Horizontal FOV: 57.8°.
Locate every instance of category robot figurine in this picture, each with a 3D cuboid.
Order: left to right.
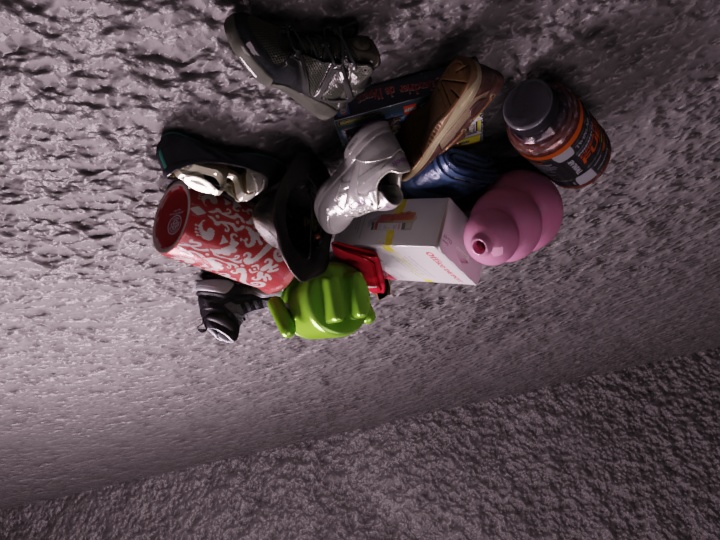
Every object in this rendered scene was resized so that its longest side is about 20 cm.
[{"bbox_3d":[-0.059,0.051,1.056,0.173,0.118,0.199,-10,178,-30],"label":"robot figurine"}]

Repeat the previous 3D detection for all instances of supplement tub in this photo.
[{"bbox_3d":[0.275,-0.194,0.921,0.106,0.109,0.199,-27,153,31],"label":"supplement tub"}]

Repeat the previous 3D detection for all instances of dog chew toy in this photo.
[{"bbox_3d":[0.215,-0.069,0.947,0.124,0.125,0.199,-36,179,43],"label":"dog chew toy"}]

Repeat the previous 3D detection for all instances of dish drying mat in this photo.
[{"bbox_3d":[0.000,0.000,1.067,0.076,0.018,0.200,16,166,10],"label":"dish drying mat"}]

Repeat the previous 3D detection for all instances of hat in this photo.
[{"bbox_3d":[-0.103,-0.078,0.932,0.079,0.204,0.201,3,161,19],"label":"hat"}]

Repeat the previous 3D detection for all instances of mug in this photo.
[{"bbox_3d":[-0.213,-0.039,0.996,0.198,0.135,0.177,18,131,-43],"label":"mug"}]

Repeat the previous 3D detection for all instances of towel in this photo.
[{"bbox_3d":[0.108,-0.128,1.005,0.110,0.050,0.199,6,165,-32],"label":"towel"}]

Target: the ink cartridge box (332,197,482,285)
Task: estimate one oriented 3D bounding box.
[{"bbox_3d":[0.079,-0.045,1.021,0.197,0.085,0.145,4,160,39],"label":"ink cartridge box"}]

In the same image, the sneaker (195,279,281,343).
[{"bbox_3d":[-0.228,0.083,1.264,0.197,0.116,0.075,9,169,-35],"label":"sneaker"}]

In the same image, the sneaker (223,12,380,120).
[{"bbox_3d":[-0.053,-0.240,0.708,0.113,0.077,0.198,-27,155,27],"label":"sneaker"}]

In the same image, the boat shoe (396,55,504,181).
[{"bbox_3d":[0.108,-0.181,0.823,0.071,0.073,0.200,3,146,-28],"label":"boat shoe"}]

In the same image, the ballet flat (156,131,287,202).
[{"bbox_3d":[-0.184,-0.129,0.892,0.198,0.074,0.073,10,148,-41],"label":"ballet flat"}]

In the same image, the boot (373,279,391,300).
[{"bbox_3d":[0.027,-0.027,1.165,0.073,0.076,0.202,-23,140,-11],"label":"boot"}]

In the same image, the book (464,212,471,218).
[{"bbox_3d":[0.188,-0.071,1.144,0.131,0.049,0.199,-4,175,-24],"label":"book"}]

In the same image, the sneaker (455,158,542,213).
[{"bbox_3d":[0.228,-0.121,1.106,0.198,0.068,0.108,-19,153,8],"label":"sneaker"}]

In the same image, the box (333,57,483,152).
[{"bbox_3d":[0.068,-0.204,0.885,0.196,0.038,0.137,-14,156,4],"label":"box"}]

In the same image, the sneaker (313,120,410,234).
[{"bbox_3d":[0.000,-0.101,0.876,0.074,0.100,0.201,-22,159,-37],"label":"sneaker"}]
